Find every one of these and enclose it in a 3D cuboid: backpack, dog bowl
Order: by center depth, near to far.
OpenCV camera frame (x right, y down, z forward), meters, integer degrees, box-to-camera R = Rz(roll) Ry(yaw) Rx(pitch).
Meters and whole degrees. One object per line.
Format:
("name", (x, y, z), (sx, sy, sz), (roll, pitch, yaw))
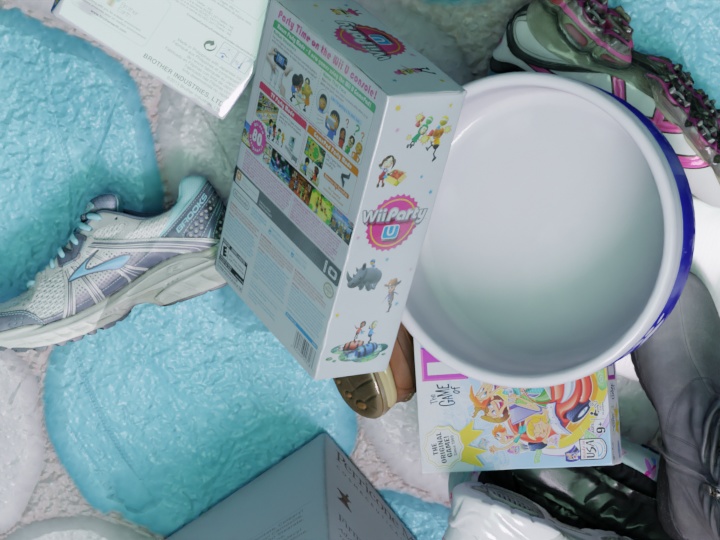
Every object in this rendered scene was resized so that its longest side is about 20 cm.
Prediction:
("dog bowl", (0.114, -0.026, 1.321), (0.199, 0.079, 0.201), (1, 92, 20))
("backpack", (0.157, 0.184, 1.470), (0.200, 0.127, 0.167), (31, 94, -12))

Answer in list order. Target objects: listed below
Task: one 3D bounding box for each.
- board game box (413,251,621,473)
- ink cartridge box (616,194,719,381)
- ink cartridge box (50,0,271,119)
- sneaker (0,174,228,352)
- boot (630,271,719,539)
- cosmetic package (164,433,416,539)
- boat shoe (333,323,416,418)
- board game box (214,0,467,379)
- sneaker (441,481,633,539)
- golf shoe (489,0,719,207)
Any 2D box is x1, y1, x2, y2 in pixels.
("board game box", (0.103, 0.035, 1.388), (0.134, 0.034, 0.201), (-5, 87, 19))
("ink cartridge box", (0.198, 0.004, 1.444), (0.199, 0.048, 0.146), (18, 110, 2))
("ink cartridge box", (-0.089, -0.219, 1.323), (0.136, 0.076, 0.200), (31, 108, -15))
("sneaker", (-0.181, -0.007, 1.415), (0.199, 0.078, 0.087), (-21, 100, -2))
("boot", (0.236, 0.090, 1.354), (0.070, 0.132, 0.201), (-11, 88, -10))
("cosmetic package", (-0.041, 0.258, 1.449), (0.166, 0.200, 0.167), (-35, 109, 11))
("boat shoe", (0.000, 0.000, 1.427), (0.067, 0.072, 0.201), (-24, 106, -29))
("board game box", (-0.019, -0.055, 1.300), (0.064, 0.148, 0.201), (-6, 124, -33))
("sneaker", (0.139, 0.220, 1.379), (0.199, 0.078, 0.100), (24, 98, 1))
("golf shoe", (0.178, -0.109, 1.389), (0.200, 0.073, 0.092), (43, 118, -9))
